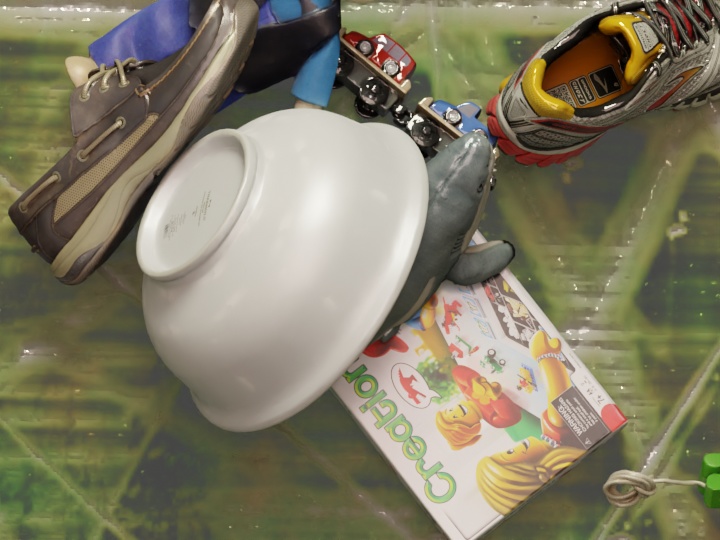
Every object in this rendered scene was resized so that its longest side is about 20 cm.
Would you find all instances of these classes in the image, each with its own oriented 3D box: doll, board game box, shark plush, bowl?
[{"bbox_3d":[-0.067,-0.136,1.730,0.200,0.048,0.136,-29,89,12],"label":"doll"},{"bbox_3d":[0.046,0.050,1.732,0.126,0.035,0.200,-38,83,-6],"label":"board game box"},{"bbox_3d":[0.000,0.000,1.680,0.200,0.083,0.091,-37,82,-6],"label":"shark plush"},{"bbox_3d":[-0.061,-0.017,1.653,0.090,0.201,0.201,34,81,-30],"label":"bowl"}]

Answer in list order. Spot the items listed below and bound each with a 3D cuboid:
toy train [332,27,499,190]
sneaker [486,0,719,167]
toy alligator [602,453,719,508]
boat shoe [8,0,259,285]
[{"bbox_3d":[0.008,-0.119,1.762,0.200,0.034,0.046,40,72,6],"label":"toy train"},{"bbox_3d":[0.172,-0.127,1.732,0.200,0.082,0.078,-31,82,-16],"label":"sneaker"},{"bbox_3d":[0.241,0.118,1.717,0.200,0.059,0.054,5,39,2],"label":"toy alligator"},{"bbox_3d":[-0.134,-0.084,1.687,0.073,0.074,0.200,37,102,0],"label":"boat shoe"}]
